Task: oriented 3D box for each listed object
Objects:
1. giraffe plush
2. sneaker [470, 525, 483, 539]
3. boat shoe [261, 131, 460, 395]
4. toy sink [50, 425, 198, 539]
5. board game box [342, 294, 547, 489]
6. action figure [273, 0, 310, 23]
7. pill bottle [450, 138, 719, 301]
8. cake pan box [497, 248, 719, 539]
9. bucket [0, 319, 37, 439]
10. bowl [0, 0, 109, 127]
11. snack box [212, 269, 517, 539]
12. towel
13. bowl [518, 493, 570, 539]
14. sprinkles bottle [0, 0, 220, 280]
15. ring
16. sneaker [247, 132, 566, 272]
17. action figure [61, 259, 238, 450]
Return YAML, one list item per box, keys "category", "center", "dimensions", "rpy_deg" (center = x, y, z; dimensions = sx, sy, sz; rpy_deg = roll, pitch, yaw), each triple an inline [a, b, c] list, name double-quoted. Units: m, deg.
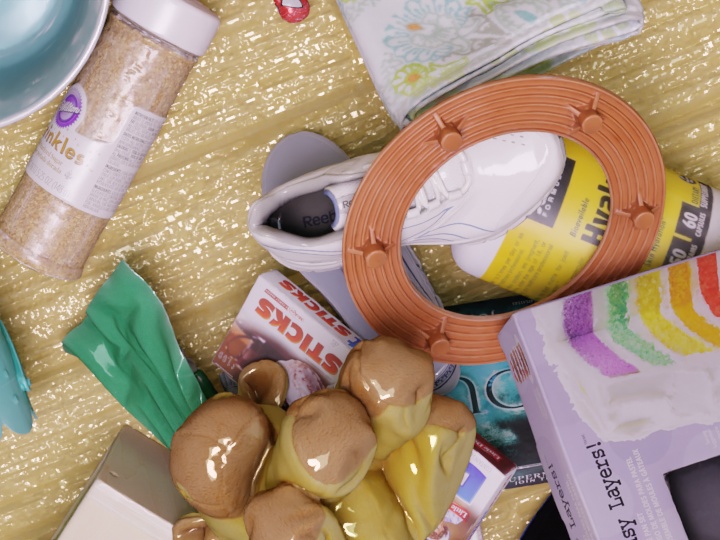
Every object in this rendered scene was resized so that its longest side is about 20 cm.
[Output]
- category: "giraffe plush"
  center: [-0.040, 0.121, 0.961]
  dimensions: [0.173, 0.162, 0.201]
  rpy_deg: [-46, 140, -29]
- category: "sneaker"
  center: [0.034, 0.214, 1.105]
  dimensions: [0.075, 0.105, 0.201]
  rpy_deg: [10, 100, -5]
- category: "boat shoe"
  center: [0.000, 0.000, 1.073]
  dimensions: [0.073, 0.065, 0.201]
  rpy_deg: [-30, 68, 5]
- category: "toy sink"
  center: [-0.177, 0.224, 1.094]
  dimensions: [0.112, 0.130, 0.200]
  rpy_deg: [32, 100, -5]
- category: "board game box"
  center: [0.052, 0.086, 1.076]
  dimensions: [0.199, 0.136, 0.028]
  rpy_deg: [-10, 142, 1]
- category: "action figure"
  center: [-0.096, -0.241, 1.046]
  dimensions: [0.065, 0.052, 0.200]
  rpy_deg: [-32, 102, 37]
- category: "pill bottle"
  center: [0.125, -0.035, 1.057]
  dimensions: [0.199, 0.111, 0.112]
  rpy_deg: [21, 99, -3]
- category: "cake pan box"
  center: [0.197, 0.095, 0.951]
  dimensions: [0.183, 0.052, 0.201]
  rpy_deg: [-15, 74, -10]
- category: "bucket"
  center: [-0.318, 0.060, 1.032]
  dimensions: [0.206, 0.207, 0.135]
  rpy_deg: [-13, 98, 2]
- category: "bowl"
  center: [-0.248, -0.190, 1.031]
  dimensions: [0.200, 0.105, 0.202]
  rpy_deg: [0, 100, 1]
- category: "snack box"
  center: [0.000, 0.088, 1.015]
  dimensions: [0.200, 0.024, 0.072]
  rpy_deg: [38, 114, 17]
- category: "towel"
  center: [0.065, -0.194, 1.013]
  dimensions: [0.171, 0.048, 0.201]
  rpy_deg: [-25, 60, 2]
- category: "bowl"
  center: [0.162, 0.170, 1.048]
  dimensions: [0.039, 0.201, 0.201]
  rpy_deg: [41, 98, -10]
- category: "sprinkles bottle"
  center: [-0.166, -0.093, 1.067]
  dimensions: [0.068, 0.068, 0.201]
  rpy_deg: [29, 99, -5]
- category: "ring"
  center: [0.087, -0.022, 0.953]
  dimensions: [0.199, 0.019, 0.201]
  rpy_deg: [-9, 127, -11]
- category: "sneaker"
  center: [0.025, -0.042, 0.971]
  dimensions: [0.199, 0.087, 0.075]
  rpy_deg: [-19, 86, 15]
- category: "action figure"
  center: [-0.106, 0.094, 1.078]
  dimensions: [0.200, 0.055, 0.118]
  rpy_deg: [50, 142, 8]
